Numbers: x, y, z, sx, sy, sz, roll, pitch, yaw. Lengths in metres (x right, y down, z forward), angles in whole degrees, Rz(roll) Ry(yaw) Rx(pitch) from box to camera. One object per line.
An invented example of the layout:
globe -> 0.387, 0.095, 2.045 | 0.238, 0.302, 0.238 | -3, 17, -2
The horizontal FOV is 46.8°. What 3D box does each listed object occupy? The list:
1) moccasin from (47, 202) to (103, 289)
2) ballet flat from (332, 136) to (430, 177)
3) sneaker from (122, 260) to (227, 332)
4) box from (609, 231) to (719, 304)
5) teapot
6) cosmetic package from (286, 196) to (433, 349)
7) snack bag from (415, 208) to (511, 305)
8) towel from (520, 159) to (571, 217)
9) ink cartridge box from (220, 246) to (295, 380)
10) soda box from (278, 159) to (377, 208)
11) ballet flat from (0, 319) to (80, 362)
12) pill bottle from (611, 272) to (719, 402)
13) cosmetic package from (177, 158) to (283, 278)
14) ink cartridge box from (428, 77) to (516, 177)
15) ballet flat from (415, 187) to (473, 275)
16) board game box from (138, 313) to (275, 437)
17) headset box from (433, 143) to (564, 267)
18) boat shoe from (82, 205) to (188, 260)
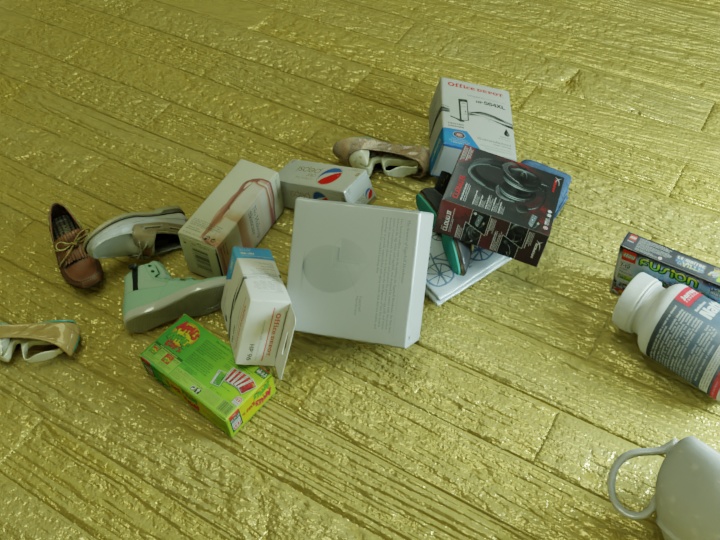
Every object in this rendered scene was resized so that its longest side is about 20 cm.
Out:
moccasin -> -0.509, -0.046, 1.478 | 0.072, 0.079, 0.203 | -19, 51, -14
ballet flat -> 0.038, -0.209, 1.571 | 0.195, 0.069, 0.068 | 4, 51, 11
sneaker -> -0.307, 0.018, 1.398 | 0.196, 0.074, 0.120 | -16, 55, -5
box -> 0.491, 0.025, 1.285 | 0.198, 0.111, 0.035 | 26, 55, 26
teapot -> 0.431, 0.309, 1.018 | 0.147, 0.196, 0.200 | -56, 22, 6
cosmetic package -> 0.000, 0.000, 1.285 | 0.196, 0.204, 0.123 | 8, 5, 16
snack bag -> 0.143, -0.045, 1.445 | 0.187, 0.022, 0.200 | -31, 53, -21
towel -> 0.287, -0.112, 1.452 | 0.110, 0.049, 0.201 | 27, 51, 17
ink cartridge box -> -0.160, 0.064, 1.280 | 0.066, 0.118, 0.201 | 5, 28, -22
soda box -> -0.067, -0.146, 1.488 | 0.198, 0.064, 0.068 | 14, 49, 44
ballet flat -> -0.555, 0.117, 1.351 | 0.195, 0.069, 0.064 | -4, 62, 4
pill bottle -> 0.477, 0.091, 1.220 | 0.199, 0.121, 0.119 | 35, 60, 31
cosmetic package -> -0.224, -0.087, 1.468 | 0.086, 0.104, 0.201 | 19, 55, 20
ink cartridge box -> 0.207, -0.260, 1.562 | 0.143, 0.085, 0.203 | 10, 49, -8
ballet flat -> 0.158, -0.075, 1.411 | 0.072, 0.074, 0.202 | -17, 47, -9
board game box -> -0.237, 0.159, 1.288 | 0.198, 0.048, 0.102 | 30, 57, 28
headset box -> 0.217, -0.111, 1.355 | 0.197, 0.078, 0.150 | 21, 48, 7
boat shoe -> -0.382, -0.057, 1.455 | 0.198, 0.075, 0.069 | -23, 64, -36
